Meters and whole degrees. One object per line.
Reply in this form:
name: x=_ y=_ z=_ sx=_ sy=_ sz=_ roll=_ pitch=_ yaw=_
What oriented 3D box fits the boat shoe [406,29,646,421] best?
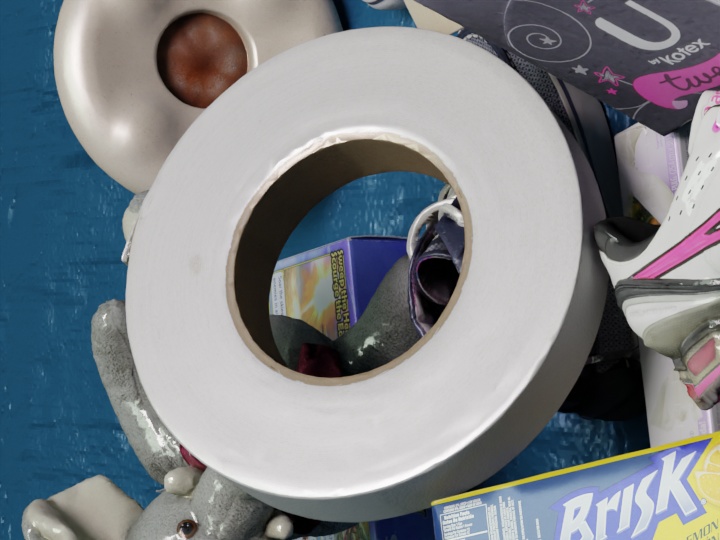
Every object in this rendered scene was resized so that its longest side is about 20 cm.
boat shoe: x=0.057 y=-0.030 z=1.116 sx=0.075 sy=0.092 sz=0.201 roll=-51 pitch=50 yaw=44

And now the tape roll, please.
tape roll: x=0.000 y=0.000 z=1.053 sx=0.202 sy=0.037 sz=0.204 roll=-10 pitch=66 yaw=22

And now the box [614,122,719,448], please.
box: x=0.137 y=0.039 z=1.043 sx=0.039 sy=0.041 sz=0.201 roll=-18 pitch=76 yaw=53

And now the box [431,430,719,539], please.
box: x=0.128 y=0.096 z=0.970 sx=0.199 sy=0.070 sz=0.065 roll=-16 pitch=75 yaw=33

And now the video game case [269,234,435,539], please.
video game case: x=-0.030 y=0.098 z=1.289 sx=0.181 sy=0.045 sz=0.201 roll=-17 pitch=75 yaw=54

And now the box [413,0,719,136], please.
box: x=0.130 y=-0.149 z=0.950 sx=0.200 sy=0.132 sz=0.115 roll=-28 pitch=43 yaw=53

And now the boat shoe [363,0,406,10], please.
boat shoe: x=0.003 y=-0.223 z=1.221 sx=0.071 sy=0.069 sz=0.201 roll=15 pitch=102 yaw=55

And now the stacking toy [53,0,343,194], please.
stacking toy: x=-0.098 y=-0.096 z=1.354 sx=0.200 sy=0.145 sz=0.147 roll=166 pitch=103 yaw=-74

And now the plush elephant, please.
plush elephant: x=-0.053 y=0.087 z=1.142 sx=0.155 sy=0.164 sz=0.201 roll=-80 pitch=11 yaw=-55

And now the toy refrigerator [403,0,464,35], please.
toy refrigerator: x=0.026 y=-0.203 z=1.077 sx=0.076 sy=0.070 sz=0.201 roll=-25 pitch=94 yaw=39

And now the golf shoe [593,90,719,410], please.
golf shoe: x=0.159 y=-0.039 z=0.948 sx=0.092 sy=0.072 sz=0.200 roll=50 pitch=125 yaw=12
